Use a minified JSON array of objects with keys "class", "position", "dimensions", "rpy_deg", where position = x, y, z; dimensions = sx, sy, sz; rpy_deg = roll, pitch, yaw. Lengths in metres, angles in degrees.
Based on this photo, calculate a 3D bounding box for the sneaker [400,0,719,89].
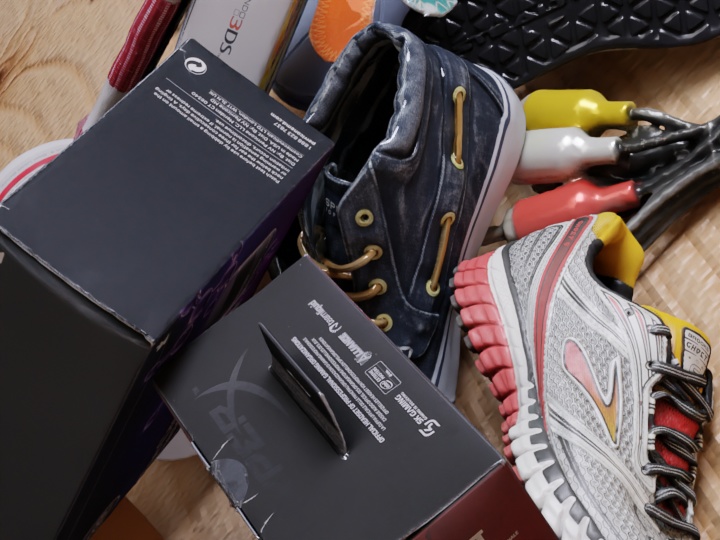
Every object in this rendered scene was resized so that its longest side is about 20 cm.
[{"class":"sneaker","position":[0.106,-0.134,0.781],"dimensions":[0.198,0.072,0.083],"rpy_deg":[-14,17,24]}]

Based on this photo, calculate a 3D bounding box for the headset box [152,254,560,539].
[{"class":"headset box","position":[0.019,0.098,0.586],"dimensions":[0.075,0.201,0.149],"rpy_deg":[-38,35,-6]}]

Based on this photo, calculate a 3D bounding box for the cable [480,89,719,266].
[{"class":"cable","position":[0.128,-0.049,0.708],"dimensions":[0.199,0.050,0.098],"rpy_deg":[-18,53,43]}]

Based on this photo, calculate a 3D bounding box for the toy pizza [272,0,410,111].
[{"class":"toy pizza","position":[0.023,-0.168,0.938],"dimensions":[0.199,0.032,0.202],"rpy_deg":[-29,44,32]}]

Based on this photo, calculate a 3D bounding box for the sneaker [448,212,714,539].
[{"class":"sneaker","position":[0.096,0.054,0.643],"dimensions":[0.082,0.078,0.201],"rpy_deg":[-30,50,14]}]

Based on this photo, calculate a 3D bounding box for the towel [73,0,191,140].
[{"class":"towel","position":[-0.108,-0.097,0.812],"dimensions":[0.201,0.023,0.145],"rpy_deg":[-56,10,33]}]

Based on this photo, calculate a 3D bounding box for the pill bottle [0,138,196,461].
[{"class":"pill bottle","position":[-0.127,0.014,0.906],"dimensions":[0.113,0.112,0.200],"rpy_deg":[-53,35,5]}]

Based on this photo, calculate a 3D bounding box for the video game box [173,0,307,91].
[{"class":"video game box","position":[-0.060,-0.105,0.831],"dimensions":[0.201,0.046,0.183],"rpy_deg":[-74,6,-59]}]

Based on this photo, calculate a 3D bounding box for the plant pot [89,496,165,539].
[{"class":"plant pot","position":[-0.179,0.150,0.815],"dimensions":[0.140,0.201,0.199],"rpy_deg":[-47,33,-18]}]

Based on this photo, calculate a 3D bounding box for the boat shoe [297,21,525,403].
[{"class":"boat shoe","position":[0.000,0.000,0.719],"dimensions":[0.070,0.091,0.202],"rpy_deg":[14,86,39]}]

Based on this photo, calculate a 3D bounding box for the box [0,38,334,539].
[{"class":"box","position":[-0.105,0.029,0.686],"dimensions":[0.141,0.079,0.201],"rpy_deg":[-48,-8,-46]}]

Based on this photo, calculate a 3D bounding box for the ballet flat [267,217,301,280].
[{"class":"ballet flat","position":[-0.015,0.018,0.815],"dimensions":[0.066,0.057,0.201],"rpy_deg":[-44,44,13]}]

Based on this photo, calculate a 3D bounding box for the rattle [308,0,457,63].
[{"class":"rattle","position":[0.023,-0.201,0.774],"dimensions":[0.129,0.144,0.200],"rpy_deg":[14,39,39]}]
